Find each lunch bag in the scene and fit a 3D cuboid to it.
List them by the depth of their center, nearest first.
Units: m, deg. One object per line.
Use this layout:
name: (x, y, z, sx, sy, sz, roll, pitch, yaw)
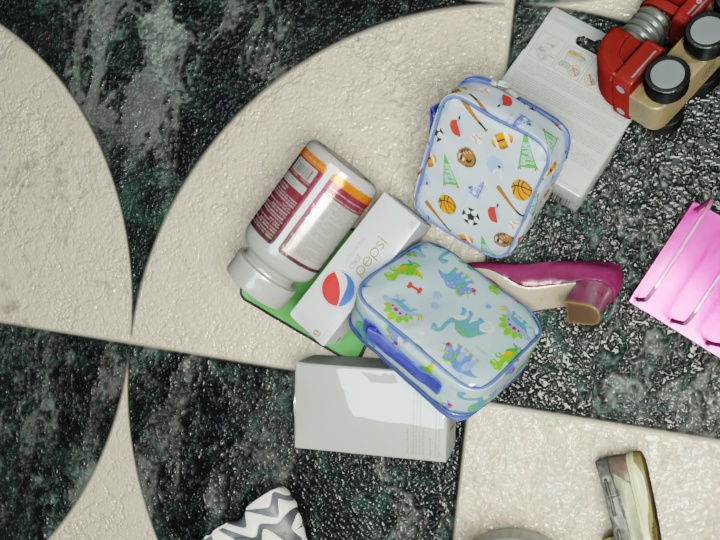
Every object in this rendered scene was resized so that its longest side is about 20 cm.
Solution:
lunch bag: (0.144, -0.122, 0.881, 0.160, 0.076, 0.201, 33, 139, 17)
lunch bag: (0.094, 0.067, 0.887, 0.200, 0.160, 0.083, 38, 140, 22)

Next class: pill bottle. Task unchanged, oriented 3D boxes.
pill bottle: (-0.078, -0.056, 0.967, 0.109, 0.109, 0.201, 40, 99, 12)

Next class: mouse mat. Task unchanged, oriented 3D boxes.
mouse mat: (-0.053, 0.010, 1.019, 0.199, 0.008, 0.162, 29, 97, 15)

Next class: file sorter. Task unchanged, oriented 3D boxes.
file sorter: (0.422, 0.030, 0.825, 0.199, 0.125, 0.140, 33, 98, 13)

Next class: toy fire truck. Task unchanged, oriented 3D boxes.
toy fire truck: (0.321, -0.286, 0.860, 0.176, 0.129, 0.200, -47, 63, -1)

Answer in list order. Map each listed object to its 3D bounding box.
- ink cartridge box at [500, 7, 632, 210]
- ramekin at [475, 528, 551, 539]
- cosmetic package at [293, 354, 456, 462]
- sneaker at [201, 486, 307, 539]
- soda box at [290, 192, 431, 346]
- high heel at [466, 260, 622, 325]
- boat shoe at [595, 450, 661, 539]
ink cartridge box: (0.248, -0.198, 0.928, 0.162, 0.057, 0.201, 33, 77, 13)
ramekin: (0.183, 0.404, 0.891, 0.198, 0.105, 0.202, 0, 90, 15)
cosmetic package: (0.019, 0.170, 0.958, 0.198, 0.081, 0.114, 4, 94, 17)
sneaker: (-0.146, 0.394, 1.003, 0.199, 0.079, 0.130, -36, 72, 2)
soda box: (0.000, 0.000, 0.965, 0.064, 0.068, 0.200, 40, 99, 13)
high heel: (0.216, 0.010, 0.935, 0.199, 0.096, 0.068, 17, 134, 28)
boat shoe: (0.316, 0.314, 0.885, 0.065, 0.072, 0.203, -9, 87, 25)
